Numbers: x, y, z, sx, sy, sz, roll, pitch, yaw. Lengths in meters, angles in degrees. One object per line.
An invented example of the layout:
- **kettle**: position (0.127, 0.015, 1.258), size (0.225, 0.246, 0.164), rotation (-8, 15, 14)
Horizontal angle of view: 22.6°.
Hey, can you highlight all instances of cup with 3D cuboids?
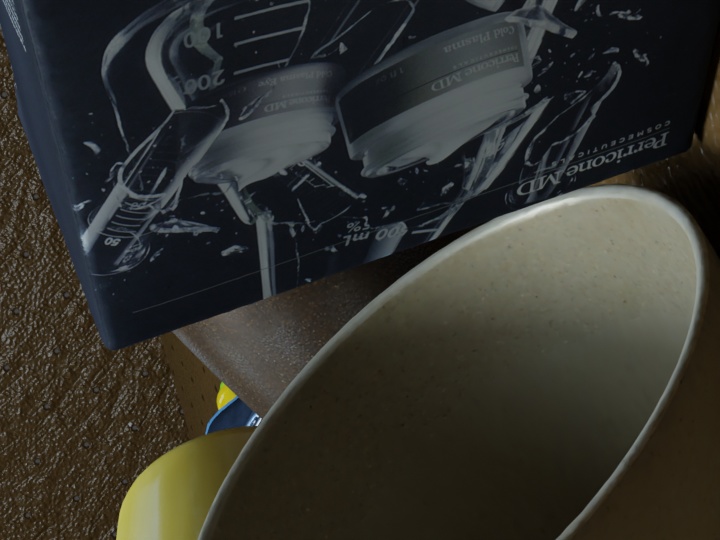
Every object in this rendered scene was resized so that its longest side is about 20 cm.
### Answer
- **cup**: position (0.065, 0.093, 0.571), size (0.143, 0.200, 0.200), rotation (47, 178, -21)

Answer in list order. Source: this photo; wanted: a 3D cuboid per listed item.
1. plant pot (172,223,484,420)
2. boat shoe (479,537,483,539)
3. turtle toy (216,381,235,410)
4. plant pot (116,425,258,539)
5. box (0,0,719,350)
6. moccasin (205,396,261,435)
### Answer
- **plant pot**: position (0.000, 0.000, 0.760), size (0.201, 0.186, 0.187), rotation (58, 170, -6)
- **boat shoe**: position (0.023, 0.144, 0.661), size (0.200, 0.071, 0.076), rotation (56, 145, 27)
- **turtle toy**: position (-0.075, 0.008, 1.270), size (0.146, 0.100, 0.201), rotation (-119, 16, -47)
- **plant pot**: position (-0.044, 0.187, 0.875), size (0.189, 0.199, 0.202), rotation (-108, 7, -48)
- **box**: position (-0.003, -0.095, 0.502), size (0.183, 0.199, 0.105), rotation (88, 160, -57)
- **moccasin**: position (-0.021, 0.082, 1.015), size (0.200, 0.080, 0.068), rotation (-49, 27, 39)
